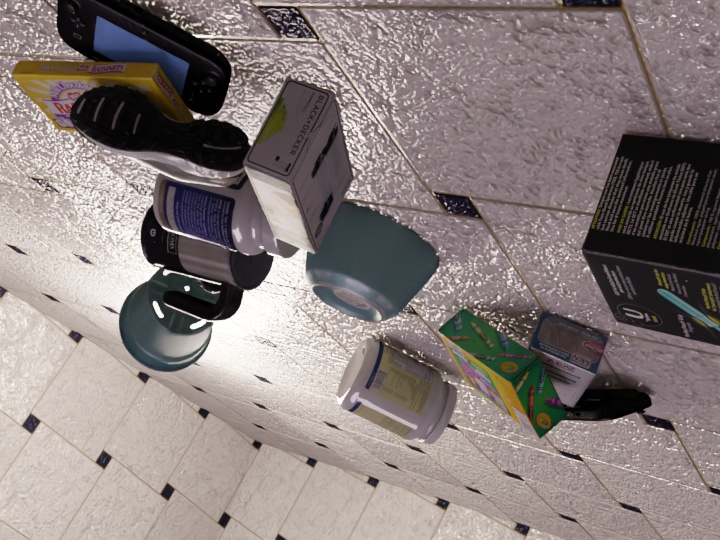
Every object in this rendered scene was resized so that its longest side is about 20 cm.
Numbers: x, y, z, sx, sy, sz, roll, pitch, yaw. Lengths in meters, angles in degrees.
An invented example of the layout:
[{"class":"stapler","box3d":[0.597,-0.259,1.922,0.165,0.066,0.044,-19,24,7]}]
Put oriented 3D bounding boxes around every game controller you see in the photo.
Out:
[{"class":"game controller","box3d":[-0.234,-0.238,1.078,0.198,0.042,0.105,27,142,-6]},{"class":"game controller","box3d":[0.362,0.216,1.568,0.199,0.103,0.043,-16,96,63]}]

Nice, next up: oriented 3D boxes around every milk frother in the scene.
[{"class":"milk frother","box3d":[-0.217,-0.026,1.596,0.186,0.184,0.199,14,-157,30]}]

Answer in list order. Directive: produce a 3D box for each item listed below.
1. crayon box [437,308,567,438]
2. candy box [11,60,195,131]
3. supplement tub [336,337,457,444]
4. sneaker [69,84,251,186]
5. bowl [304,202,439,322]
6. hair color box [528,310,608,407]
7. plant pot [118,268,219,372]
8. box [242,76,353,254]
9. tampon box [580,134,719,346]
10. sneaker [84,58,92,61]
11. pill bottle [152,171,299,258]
[{"class":"crayon box","box3d":[0.205,0.148,1.463,0.200,0.058,0.120,35,160,57]},{"class":"candy box","box3d":[-0.287,-0.193,1.121,0.197,0.027,0.103,6,148,25]},{"class":"supplement tub","box3d":[0.069,0.232,1.889,0.198,0.147,0.145,27,162,-11]},{"class":"sneaker","box3d":[-0.218,-0.135,1.074,0.197,0.075,0.079,19,156,-6]},{"class":"bowl","box3d":[0.000,0.000,1.392,0.198,0.106,0.201,23,163,7]},{"class":"hair color box","box3d":[0.292,0.133,1.460,0.099,0.061,0.200,22,162,10]},{"class":"plant pot","box3d":[-0.370,0.082,1.985,0.198,0.203,0.196,27,155,-11]},{"class":"box","box3d":[-0.066,-0.115,1.137,0.059,0.118,0.200,22,164,13]},{"class":"tampon box","box3d":[0.322,-0.020,0.883,0.198,0.128,0.150,13,159,33]},{"class":"sneaker","box3d":[-0.286,-0.205,1.207,0.198,0.089,0.076,5,154,45]},{"class":"pill bottle","box3d":[-0.173,-0.087,1.350,0.197,0.117,0.116,17,161,24]}]
